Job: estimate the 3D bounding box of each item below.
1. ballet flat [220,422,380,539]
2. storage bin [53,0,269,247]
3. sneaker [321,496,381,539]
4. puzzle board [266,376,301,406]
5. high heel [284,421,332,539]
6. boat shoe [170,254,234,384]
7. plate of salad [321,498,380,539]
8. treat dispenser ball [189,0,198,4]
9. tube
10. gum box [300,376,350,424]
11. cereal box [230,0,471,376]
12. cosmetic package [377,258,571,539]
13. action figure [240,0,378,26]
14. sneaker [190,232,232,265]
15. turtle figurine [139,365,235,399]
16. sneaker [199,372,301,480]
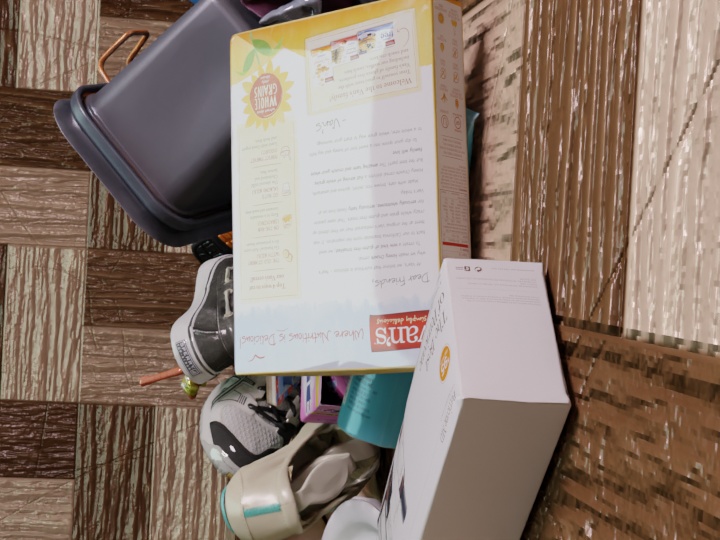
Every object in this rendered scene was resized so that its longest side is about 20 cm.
[{"bbox_3d":[-0.022,0.139,0.947,0.200,0.069,0.070,-28,-52,-62],"label":"ballet flat"},{"bbox_3d":[-0.094,-0.122,0.917,0.134,0.146,0.200,-42,-5,19],"label":"storage bin"},{"bbox_3d":[-0.018,0.245,0.965,0.080,0.070,0.201,-72,5,-55],"label":"sneaker"},{"bbox_3d":[-0.032,-0.001,1.033,0.200,0.017,0.151,-44,-44,-67],"label":"puzzle board"},{"bbox_3d":[-0.045,0.213,1.135,0.143,0.071,0.201,137,141,-80],"label":"high heel"},{"bbox_3d":[-0.101,0.032,1.120,0.071,0.063,0.200,61,-166,-17],"label":"boat shoe"},{"bbox_3d":[-0.003,0.238,0.802,0.200,0.048,0.201,179,90,-68],"label":"plate of salad"},{"bbox_3d":[-0.093,-0.321,1.202,0.201,0.200,0.202,-177,90,-82],"label":"treat dispenser ball"},{"bbox_3d":[0.032,0.001,0.779,0.077,0.050,0.201,-135,57,-69],"label":"tube"},{"bbox_3d":[0.000,0.000,0.915,0.114,0.066,0.201,125,147,-76],"label":"gum box"},{"bbox_3d":[-0.008,-0.042,0.749,0.039,0.143,0.201,5,-97,-55],"label":"cereal box"},{"bbox_3d":[0.046,0.094,0.629,0.083,0.050,0.201,-97,13,-45],"label":"cosmetic package"},{"bbox_3d":[-0.010,-0.235,0.868,0.149,0.133,0.201,-51,22,47],"label":"action figure"},{"bbox_3d":[-0.090,-0.032,1.259,0.200,0.075,0.092,44,-136,-46],"label":"sneaker"},{"bbox_3d":[-0.100,0.091,1.260,0.064,0.199,0.162,49,164,50],"label":"turtle figurine"},{"bbox_3d":[-0.067,0.088,1.097,0.088,0.076,0.200,-46,13,33],"label":"sneaker"}]
